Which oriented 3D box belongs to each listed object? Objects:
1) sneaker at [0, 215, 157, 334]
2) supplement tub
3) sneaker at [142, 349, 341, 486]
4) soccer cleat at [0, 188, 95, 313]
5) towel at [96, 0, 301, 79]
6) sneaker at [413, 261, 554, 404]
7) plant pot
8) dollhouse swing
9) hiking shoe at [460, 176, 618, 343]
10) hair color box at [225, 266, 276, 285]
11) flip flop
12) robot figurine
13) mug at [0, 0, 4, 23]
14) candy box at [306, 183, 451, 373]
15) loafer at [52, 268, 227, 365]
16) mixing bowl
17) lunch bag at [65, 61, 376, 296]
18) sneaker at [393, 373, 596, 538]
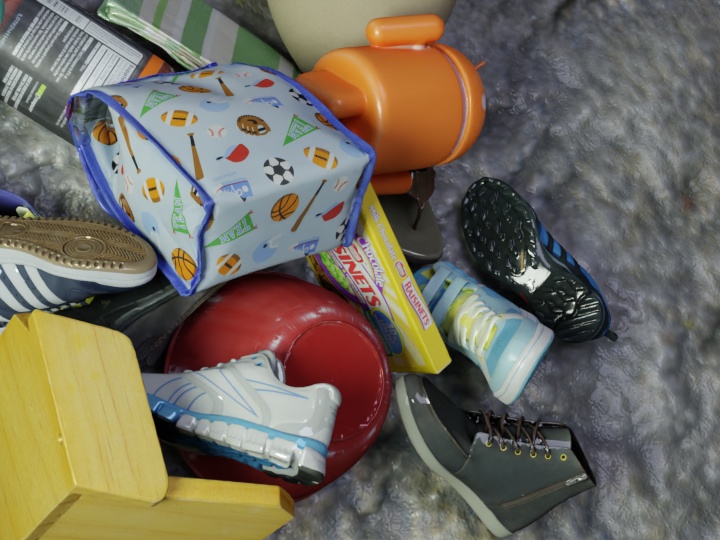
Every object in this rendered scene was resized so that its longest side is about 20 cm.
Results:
[{"bbox_3d":[-0.252,0.019,1.165,0.200,0.109,0.070,6,28,9],"label":"sneaker"},{"bbox_3d":[-0.234,-0.160,1.296,0.200,0.107,0.107,33,55,-11],"label":"supplement tub"},{"bbox_3d":[-0.102,0.097,1.142,0.200,0.075,0.087,14,67,23],"label":"sneaker"},{"bbox_3d":[-0.262,-0.015,1.218,0.200,0.084,0.065,28,55,-15],"label":"soccer cleat"},{"bbox_3d":[-0.141,-0.208,1.375,0.200,0.023,0.153,31,24,-15],"label":"towel"},{"bbox_3d":[0.097,0.050,1.340,0.130,0.200,0.080,31,93,-2],"label":"sneaker"},{"bbox_3d":[-0.003,-0.248,1.434,0.200,0.200,0.135,1,99,-28],"label":"plant pot"},{"bbox_3d":[-0.171,0.129,1.121,0.176,0.200,0.182,-7,69,-30],"label":"dollhouse swing"},{"bbox_3d":[0.169,-0.004,1.467,0.200,0.074,0.087,56,14,22],"label":"hiking shoe"},{"bbox_3d":[-0.097,-0.051,1.342,0.200,0.061,0.099,-31,84,-37],"label":"hair color box"},{"bbox_3d":[0.040,-0.099,1.441,0.081,0.058,0.200,6,63,-26],"label":"flip flop"},{"bbox_3d":[0.031,-0.147,1.341,0.200,0.117,0.144,-11,85,-40],"label":"robot figurine"},{"bbox_3d":[-0.372,-0.196,1.203,0.185,0.152,0.115,3,60,-7],"label":"mug"},{"bbox_3d":[0.000,0.000,1.295,0.026,0.102,0.200,-41,114,-37],"label":"candy box"},{"bbox_3d":[-0.183,0.044,1.211,0.200,0.073,0.072,-31,125,-9],"label":"loafer"},{"bbox_3d":[-0.050,0.092,1.231,0.200,0.108,0.201,6,79,-32],"label":"mixing bowl"},{"bbox_3d":[-0.117,-0.089,1.201,0.170,0.124,0.200,-18,51,-38],"label":"lunch bag"},{"bbox_3d":[0.116,0.139,1.290,0.200,0.106,0.075,48,21,-33],"label":"sneaker"}]
